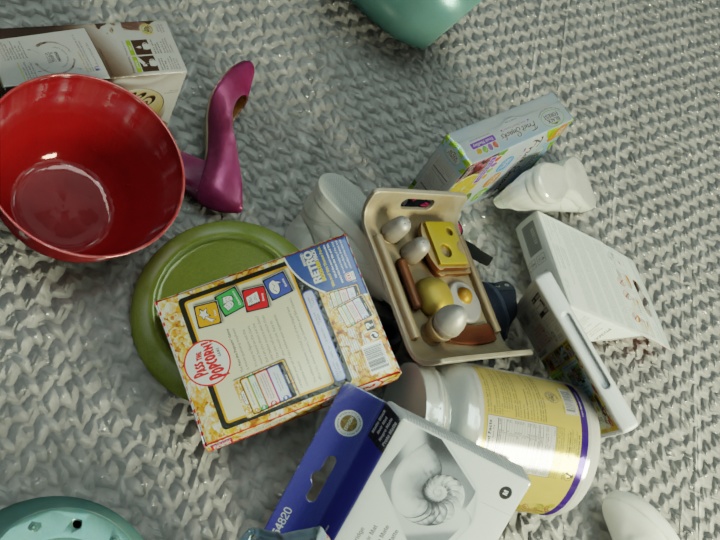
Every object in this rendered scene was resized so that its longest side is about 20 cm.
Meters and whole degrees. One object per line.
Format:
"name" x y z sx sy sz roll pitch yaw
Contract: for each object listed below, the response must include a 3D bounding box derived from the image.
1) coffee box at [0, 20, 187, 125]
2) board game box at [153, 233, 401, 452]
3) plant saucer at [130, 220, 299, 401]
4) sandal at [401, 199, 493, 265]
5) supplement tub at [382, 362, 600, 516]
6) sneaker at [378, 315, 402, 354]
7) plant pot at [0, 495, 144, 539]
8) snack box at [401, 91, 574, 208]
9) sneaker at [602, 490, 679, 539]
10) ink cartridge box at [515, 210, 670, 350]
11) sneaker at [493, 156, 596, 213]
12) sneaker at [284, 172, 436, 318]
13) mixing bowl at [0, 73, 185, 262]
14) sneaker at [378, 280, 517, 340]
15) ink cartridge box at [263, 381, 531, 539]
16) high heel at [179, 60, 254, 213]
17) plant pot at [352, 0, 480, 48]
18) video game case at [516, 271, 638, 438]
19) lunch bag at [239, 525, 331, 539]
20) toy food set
"coffee box" -0.305 -0.202 1.076 0.200 0.113 0.080 -12 66 -32
"board game box" -0.081 0.069 0.967 0.200 0.046 0.152 -19 76 -9
"plant saucer" -0.136 0.039 1.012 0.200 0.031 0.200 1 74 -4
"sandal" 0.089 -0.057 1.164 0.200 0.045 0.075 21 10 -43
"supplement tub" 0.132 0.174 1.038 0.200 0.145 0.146 13 56 -19
"sneaker" -0.044 0.053 1.067 0.200 0.081 0.074 15 55 -18
"plant pot" -0.246 0.271 0.780 0.200 0.161 0.201 13 56 -20
"snack box" 0.159 -0.139 1.249 0.200 0.142 0.053 -26 74 -36
"sneaker" 0.309 0.338 1.068 0.088 0.075 0.200 -22 73 -23
"ink cartridge box" 0.299 0.024 1.275 0.200 0.047 0.160 22 40 -33
"sneaker" 0.244 -0.105 1.319 0.200 0.088 0.075 -1 73 -55
"sneaker" 0.000 0.000 1.103 0.200 0.116 0.074 50 40 11
"mixing bowl" -0.291 -0.086 1.005 0.200 0.108 0.200 13 62 -26
"sneaker" 0.096 0.016 1.168 0.146 0.077 0.202 -9 56 -40
"ink cartridge box" 0.028 0.234 0.939 0.200 0.200 0.041 27 8 -8
"high heel" -0.143 -0.157 1.151 0.096 0.067 0.200 24 57 1
"plant pot" 0.083 -0.401 1.340 0.161 0.201 0.201 50 51 -8
"video game case" 0.234 0.102 1.104 0.023 0.200 0.182 -27 78 -4
"lunch bag" -0.075 0.340 0.820 0.170 0.127 0.200 57 44 -20
"toy food set" 0.095 0.005 1.043 0.143 0.060 0.200 -1 64 -41
